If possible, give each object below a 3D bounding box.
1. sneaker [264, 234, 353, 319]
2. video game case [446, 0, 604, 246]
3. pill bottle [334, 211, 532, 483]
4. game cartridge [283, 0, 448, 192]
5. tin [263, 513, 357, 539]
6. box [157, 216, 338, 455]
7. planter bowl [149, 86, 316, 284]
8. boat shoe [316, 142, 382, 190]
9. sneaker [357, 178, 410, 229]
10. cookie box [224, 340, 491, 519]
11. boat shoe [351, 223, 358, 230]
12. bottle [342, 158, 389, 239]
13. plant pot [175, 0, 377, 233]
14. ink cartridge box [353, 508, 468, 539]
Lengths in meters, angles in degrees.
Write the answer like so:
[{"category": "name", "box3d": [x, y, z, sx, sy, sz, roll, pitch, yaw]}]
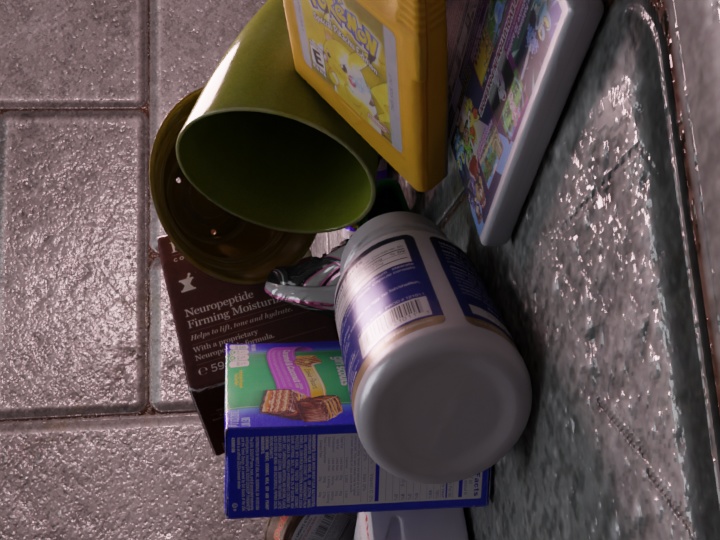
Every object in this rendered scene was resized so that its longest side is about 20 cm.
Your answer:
[{"category": "sneaker", "box3d": [0.000, 0.000, 0.833, 0.080, 0.197, 0.088, 28, -111, -55]}, {"category": "video game case", "box3d": [0.083, -0.147, 0.545, 0.201, 0.023, 0.185, 101, 160, -56]}, {"category": "pill bottle", "box3d": [0.041, 0.042, 0.616, 0.201, 0.114, 0.118, -104, 14, -61]}, {"category": "game cartridge", "box3d": [-0.004, -0.172, 0.609, 0.177, 0.032, 0.201, 48, 164, 28]}, {"category": "tin", "box3d": [-0.016, 0.284, 0.898, 0.042, 0.199, 0.113, 26, 82, 49]}, {"category": "box", "box3d": [-0.119, 0.066, 0.977, 0.165, 0.163, 0.202, 87, 165, -56]}, {"category": "planter bowl", "box3d": [-0.141, -0.084, 0.904, 0.083, 0.198, 0.204, -8, 82, 53]}, {"category": "boat shoe", "box3d": [-0.003, -0.150, 0.939, 0.066, 0.071, 0.204, 106, 179, -70]}, {"category": "sneaker", "box3d": [0.024, -0.007, 0.890, 0.084, 0.073, 0.203, 93, 172, -58]}, {"category": "cookie box", "box3d": [-0.010, 0.118, 0.701, 0.171, 0.196, 0.077, -118, 28, -71]}, {"category": "boat shoe", "box3d": [-0.028, -0.106, 0.991, 0.069, 0.199, 0.075, -51, 7, 1]}, {"category": "bottle", "box3d": [0.002, -0.137, 1.060, 0.084, 0.064, 0.203, -121, 30, -66]}, {"category": "plant pot", "box3d": [-0.058, -0.171, 0.828, 0.188, 0.184, 0.203, 103, 179, -62]}, {"category": "ink cartridge box", "box3d": [0.042, 0.280, 0.767, 0.202, 0.082, 0.147, 96, 169, -50]}]
